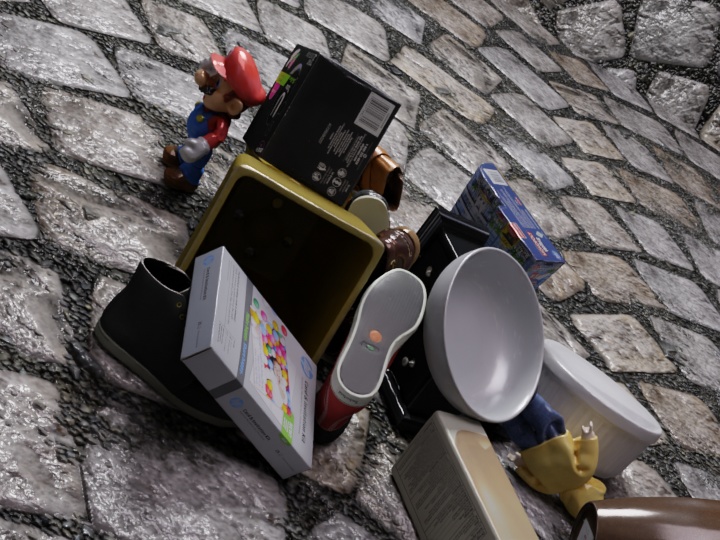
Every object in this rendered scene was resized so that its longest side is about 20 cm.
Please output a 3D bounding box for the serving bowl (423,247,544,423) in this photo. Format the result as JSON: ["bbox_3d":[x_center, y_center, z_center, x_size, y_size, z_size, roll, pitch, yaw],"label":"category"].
[{"bbox_3d":[0.134,0.077,1.624,0.199,0.065,0.203,10,77,-48],"label":"serving bowl"}]

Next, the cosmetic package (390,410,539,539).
[{"bbox_3d":[0.116,0.264,1.523,0.070,0.106,0.201,17,33,-35],"label":"cosmetic package"}]

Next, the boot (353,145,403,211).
[{"bbox_3d":[0.000,-0.131,1.977,0.154,0.074,0.201,39,-15,24],"label":"boot"}]

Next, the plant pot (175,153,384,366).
[{"bbox_3d":[-0.109,-0.022,1.638,0.194,0.196,0.200,28,13,-14],"label":"plant pot"}]

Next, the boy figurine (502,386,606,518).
[{"bbox_3d":[0.248,0.229,1.732,0.201,0.124,0.065,52,30,-9],"label":"boy figurine"}]

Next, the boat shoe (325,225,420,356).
[{"bbox_3d":[-0.004,0.029,1.661,0.070,0.201,0.070,38,32,13],"label":"boat shoe"}]

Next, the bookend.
[{"bbox_3d":[0.102,0.067,1.724,0.091,0.199,0.201,20,30,-33],"label":"bookend"}]

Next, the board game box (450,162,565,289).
[{"bbox_3d":[0.161,-0.008,1.897,0.061,0.201,0.201,4,41,-38],"label":"board game box"}]

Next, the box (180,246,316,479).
[{"bbox_3d":[-0.113,0.098,1.463,0.201,0.041,0.157,56,22,-34],"label":"box"}]

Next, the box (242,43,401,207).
[{"bbox_3d":[-0.053,-0.186,1.734,0.123,0.150,0.200,30,4,-16],"label":"box"}]

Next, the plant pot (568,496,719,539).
[{"bbox_3d":[0.350,0.343,1.628,0.197,0.189,0.188,16,29,-8],"label":"plant pot"}]

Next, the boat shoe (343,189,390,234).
[{"bbox_3d":[0.003,0.000,1.737,0.073,0.204,0.063,5,14,-2],"label":"boat shoe"}]

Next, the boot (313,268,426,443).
[{"bbox_3d":[0.000,0.099,1.581,0.072,0.145,0.201,32,52,-1],"label":"boot"}]

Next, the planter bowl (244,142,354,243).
[{"bbox_3d":[-0.092,-0.094,1.870,0.199,0.084,0.201,33,16,-10],"label":"planter bowl"}]

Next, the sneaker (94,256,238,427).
[{"bbox_3d":[-0.176,0.079,1.464,0.199,0.107,0.075,34,25,-6],"label":"sneaker"}]

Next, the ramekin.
[{"bbox_3d":[0.294,0.189,1.840,0.201,0.095,0.203,35,10,-7],"label":"ramekin"}]

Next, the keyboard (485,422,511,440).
[{"bbox_3d":[0.121,0.145,1.826,0.201,0.040,0.104,53,7,33],"label":"keyboard"}]

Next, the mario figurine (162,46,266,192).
[{"bbox_3d":[-0.207,-0.208,1.799,0.124,0.201,0.105,47,27,24],"label":"mario figurine"}]
